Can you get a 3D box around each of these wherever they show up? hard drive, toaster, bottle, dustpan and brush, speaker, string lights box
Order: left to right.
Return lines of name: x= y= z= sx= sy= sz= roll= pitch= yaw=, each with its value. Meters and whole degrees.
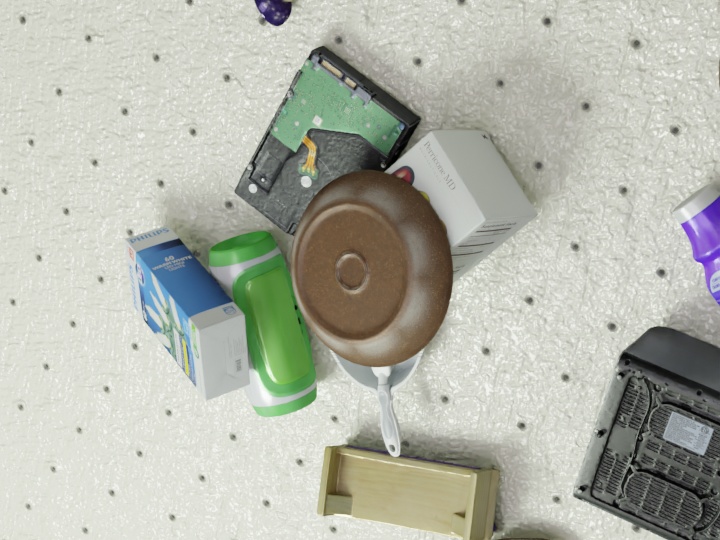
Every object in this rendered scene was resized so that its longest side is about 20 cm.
string lights box: x=-0.196 y=0.045 z=1.720 sx=0.200 sy=0.059 sz=0.103 roll=44 pitch=145 yaw=45
speaker: x=-0.110 y=0.061 z=1.729 sx=0.088 sy=0.088 sz=0.201 roll=-8 pitch=105 yaw=29
hard drive: x=-0.038 y=-0.124 z=1.652 sx=0.140 sy=0.038 sz=0.200 roll=37 pitch=122 yaw=10
dustpan and brush: x=0.026 y=0.106 z=1.696 sx=0.139 sy=0.057 sz=0.201 roll=-6 pitch=106 yaw=29
toaster: x=0.335 y=0.174 z=1.531 sx=0.200 sy=0.119 sz=0.181 roll=23 pitch=119 yaw=18
bottle: x=0.379 y=0.009 z=1.470 sx=0.200 sy=0.065 sz=0.084 roll=53 pitch=146 yaw=-1

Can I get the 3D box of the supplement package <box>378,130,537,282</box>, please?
supplement package: x=0.061 y=-0.044 z=1.573 sx=0.200 sy=0.109 sz=0.114 roll=-41 pitch=72 yaw=31

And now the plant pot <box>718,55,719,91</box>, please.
plant pot: x=0.417 y=-0.176 z=1.330 sx=0.174 sy=0.200 sz=0.201 roll=20 pitch=119 yaw=41

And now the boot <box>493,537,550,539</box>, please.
boot: x=0.143 y=0.344 z=1.734 sx=0.199 sy=0.075 sz=0.074 roll=-19 pitch=87 yaw=17

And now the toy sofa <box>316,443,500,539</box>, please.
toy sofa: x=0.058 y=0.252 z=1.736 sx=0.199 sy=0.098 sz=0.083 roll=6 pitch=89 yaw=26

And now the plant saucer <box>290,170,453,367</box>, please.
plant saucer: x=0.000 y=0.000 z=1.531 sx=0.200 sy=0.037 sz=0.201 roll=4 pitch=96 yaw=36

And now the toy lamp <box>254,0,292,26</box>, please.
toy lamp: x=-0.021 y=-0.315 z=1.557 sx=0.200 sy=0.058 sz=0.058 roll=-25 pitch=97 yaw=31
